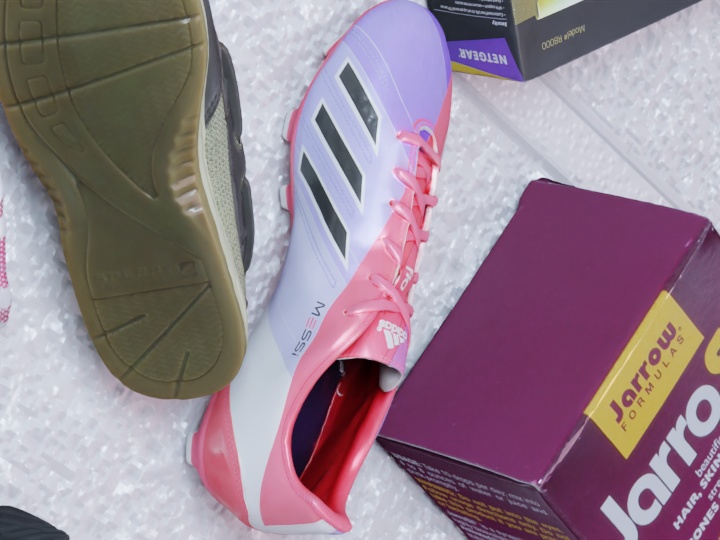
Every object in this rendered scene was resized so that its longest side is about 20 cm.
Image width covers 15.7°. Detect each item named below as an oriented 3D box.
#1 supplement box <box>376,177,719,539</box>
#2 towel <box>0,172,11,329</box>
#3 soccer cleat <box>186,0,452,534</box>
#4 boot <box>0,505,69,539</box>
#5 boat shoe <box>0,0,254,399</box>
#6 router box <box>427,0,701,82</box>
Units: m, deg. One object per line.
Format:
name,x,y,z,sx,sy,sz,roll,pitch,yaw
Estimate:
supplement box,0.118,0.078,1.050,0.131,0.103,0.200,-55,128,-16
towel,-0.176,-0.061,0.810,0.146,0.030,0.201,-14,108,-38
soccer cleat,0.000,0.000,0.946,0.067,0.076,0.201,26,82,-41
boot,-0.178,0.153,0.832,0.199,0.070,0.133,-2,106,-37
boat shoe,-0.076,-0.055,0.876,0.066,0.071,0.202,-83,164,-61
router box,0.103,-0.180,1.015,0.199,0.052,0.158,-27,116,-34
